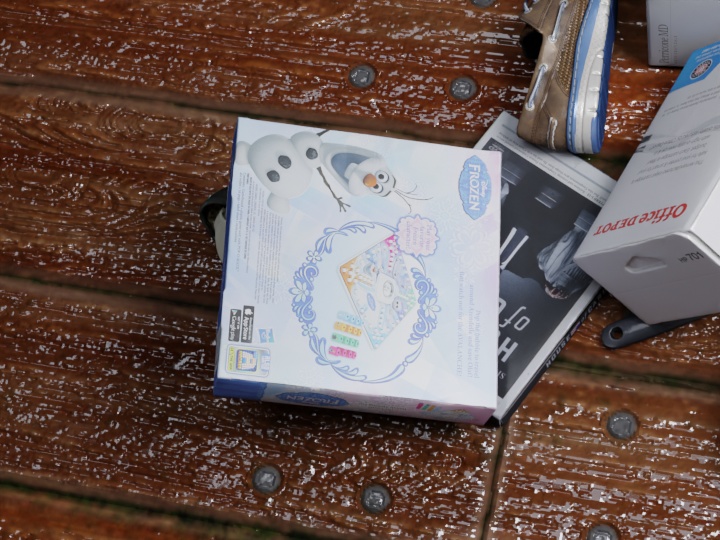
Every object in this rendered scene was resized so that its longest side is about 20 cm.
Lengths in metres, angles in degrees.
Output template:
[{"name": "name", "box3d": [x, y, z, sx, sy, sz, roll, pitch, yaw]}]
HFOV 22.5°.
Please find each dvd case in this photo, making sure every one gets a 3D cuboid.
[{"name": "dvd case", "box3d": [0.105, -0.005, 1.346, 0.150, 0.025, 0.200, 34, 76, 22]}]

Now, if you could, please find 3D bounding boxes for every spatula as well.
[{"name": "spatula", "box3d": [0.268, 0.018, 1.307, 0.198, 0.021, 0.057, -17, 69, 4]}]

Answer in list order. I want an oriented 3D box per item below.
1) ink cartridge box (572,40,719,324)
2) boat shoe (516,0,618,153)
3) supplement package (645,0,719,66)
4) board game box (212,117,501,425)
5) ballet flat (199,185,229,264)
[{"name": "ink cartridge box", "box3d": [0.256, -0.071, 1.262, 0.086, 0.146, 0.201, 38, 69, -17]}, {"name": "boat shoe", "box3d": [0.156, -0.184, 1.379, 0.072, 0.072, 0.202, 4, 60, 12]}, {"name": "supplement package", "box3d": [0.315, -0.227, 1.348, 0.198, 0.121, 0.121, 4, 68, 12]}, {"name": "board game box", "box3d": [0.000, 0.000, 1.293, 0.197, 0.043, 0.202, 7, 66, -8]}, {"name": "ballet flat", "box3d": [-0.060, 0.015, 1.341, 0.200, 0.068, 0.068, 51, 127, 29]}]
